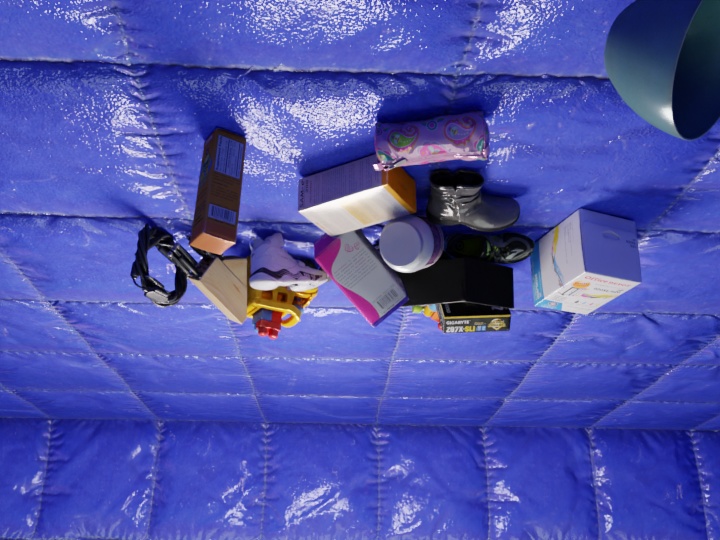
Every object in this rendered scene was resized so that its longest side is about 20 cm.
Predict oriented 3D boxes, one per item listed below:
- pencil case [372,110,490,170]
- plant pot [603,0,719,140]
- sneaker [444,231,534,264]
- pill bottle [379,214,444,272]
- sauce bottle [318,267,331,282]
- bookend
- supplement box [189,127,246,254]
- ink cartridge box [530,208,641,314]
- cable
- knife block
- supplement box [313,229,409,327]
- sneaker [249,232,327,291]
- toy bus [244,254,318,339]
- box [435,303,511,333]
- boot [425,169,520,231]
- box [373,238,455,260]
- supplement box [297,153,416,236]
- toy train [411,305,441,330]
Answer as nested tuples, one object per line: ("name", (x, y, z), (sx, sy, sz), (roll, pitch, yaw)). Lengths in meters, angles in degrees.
("pencil case", (0.117, -0.214, 1.289), (0.195, 0.089, 0.088), (-5, 156, 11))
("plant pot", (0.403, -0.288, 1.017), (0.134, 0.203, 0.199), (28, 180, 42))
("sneaker", (0.278, -0.045, 1.665), (0.194, 0.073, 0.083), (3, -167, 0))
("pill bottle", (0.099, -0.055, 1.535), (0.110, 0.115, 0.200), (-6, -178, 15))
("sauce bottle", (-0.051, -0.026, 1.749), (0.065, 0.068, 0.200), (9, 154, -20))
("bookend", (0.206, 0.037, 1.707), (0.197, 0.095, 0.196), (-7, 169, 41))
("supplement box", (-0.243, -0.137, 1.326), (0.068, 0.205, 0.066), (18, 152, -29))
("ink cartridge box", (0.479, -0.014, 1.659), (0.144, 0.148, 0.200), (9, 155, -17))
("cable", (-0.437, -0.008, 1.680), (0.050, 0.167, 0.200), (-12, 162, 15))
("knife block", (-0.341, 0.022, 1.718), (0.172, 0.205, 0.063), (-5, -169, -36))
("supplement box", (0.000, 0.000, 1.613), (0.101, 0.104, 0.201), (-37, 109, 9))
("sneaker", (-0.162, -0.019, 1.721), (0.196, 0.118, 0.075), (1, 161, -37))
("toy bus", (-0.191, 0.072, 1.821), (0.196, 0.197, 0.135), (13, 153, -30))
("box", (0.257, 0.075, 1.818), (0.155, 0.201, 0.050), (0, 117, -2))
("boot", (0.225, -0.138, 1.488), (0.195, 0.071, 0.132), (-2, 152, -4))
("box", (0.143, -0.023, 1.776), (0.156, 0.047, 0.199), (-14, 153, 30))
("supplement box", (-0.007, -0.143, 1.467), (0.196, 0.075, 0.126), (-14, 153, 26))
("toy train", (0.186, 0.107, 2.042), (0.113, 0.086, 0.201), (14, 156, -4))
